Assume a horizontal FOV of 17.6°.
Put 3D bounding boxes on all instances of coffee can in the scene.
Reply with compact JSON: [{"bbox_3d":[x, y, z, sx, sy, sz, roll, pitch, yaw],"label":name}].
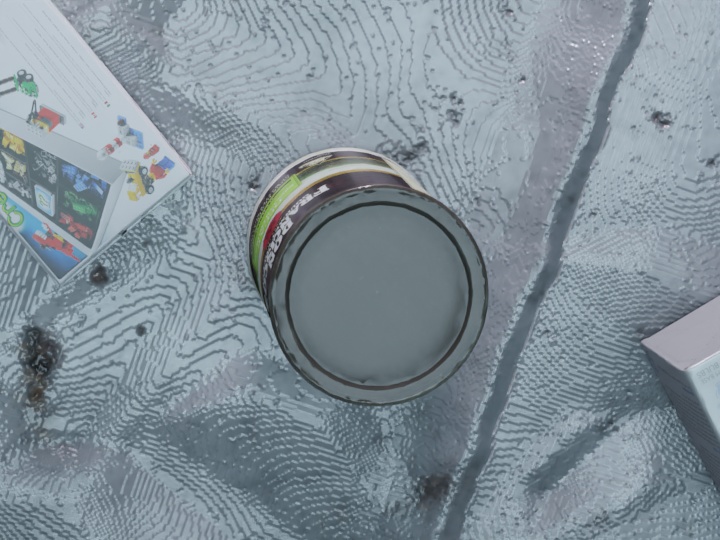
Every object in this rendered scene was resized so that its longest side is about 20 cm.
[{"bbox_3d":[0.000,0.000,1.607,0.145,0.200,0.148,-1,100,-7],"label":"coffee can"}]

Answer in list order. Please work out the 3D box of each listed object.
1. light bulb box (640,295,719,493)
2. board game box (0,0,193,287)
[{"bbox_3d":[0.347,0.099,1.711,0.197,0.125,0.201,-30,102,-2],"label":"light bulb box"},{"bbox_3d":[-0.229,-0.105,1.642,0.126,0.035,0.200,-39,103,0],"label":"board game box"}]
